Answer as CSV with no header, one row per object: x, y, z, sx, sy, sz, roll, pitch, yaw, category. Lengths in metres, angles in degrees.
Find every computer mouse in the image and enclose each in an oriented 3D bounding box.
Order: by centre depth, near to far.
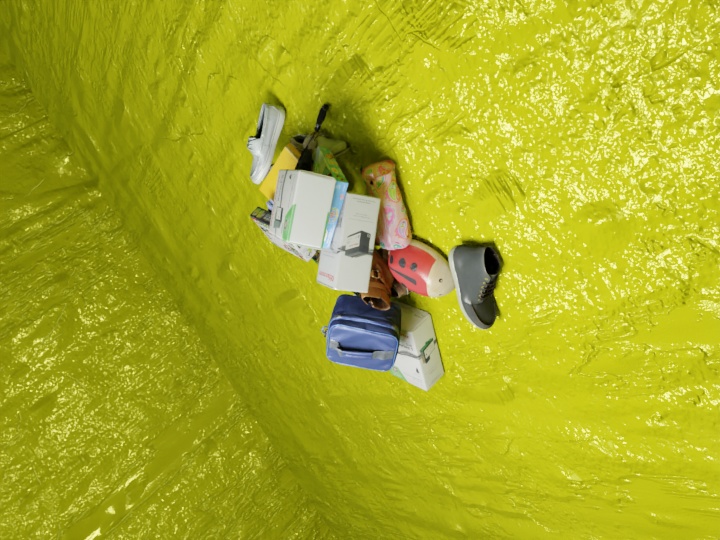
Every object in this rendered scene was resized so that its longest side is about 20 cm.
-0.111,-0.288,1.481,0.033,0.204,0.059,22,-177,-15,computer mouse

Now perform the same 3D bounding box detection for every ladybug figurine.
0.135,0.000,1.507,0.198,0.071,0.138,27,141,39,ladybug figurine

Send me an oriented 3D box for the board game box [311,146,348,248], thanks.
-0.082,-0.166,1.417,0.201,0.036,0.155,-114,37,-57,board game box

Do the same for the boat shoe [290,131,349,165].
-0.108,-0.299,1.542,0.197,0.074,0.070,3,120,46,boat shoe

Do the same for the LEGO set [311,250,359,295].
-0.042,-0.036,1.658,0.153,0.117,0.199,41,175,-27,LEGO set

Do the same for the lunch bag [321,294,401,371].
0.001,0.157,1.562,0.194,0.134,0.139,8,128,1,lunch bag

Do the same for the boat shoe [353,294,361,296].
0.007,0.098,1.707,0.065,0.076,0.200,9,180,-4,boat shoe

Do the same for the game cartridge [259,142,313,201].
-0.146,-0.187,1.582,0.200,0.032,0.176,45,137,-1,game cartridge

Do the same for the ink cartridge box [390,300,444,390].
0.131,0.199,1.706,0.144,0.084,0.204,17,135,45,ink cartridge box

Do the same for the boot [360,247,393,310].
0.000,0.000,1.526,0.198,0.159,0.076,29,139,-35,boot

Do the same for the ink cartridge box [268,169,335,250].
-0.129,-0.135,1.360,0.199,0.082,0.150,-156,77,-69,ink cartridge box

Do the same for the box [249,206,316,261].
-0.200,-0.094,1.623,0.198,0.035,0.111,27,159,52,box

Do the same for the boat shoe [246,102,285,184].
-0.255,-0.326,1.624,0.070,0.070,0.206,32,105,59,boat shoe

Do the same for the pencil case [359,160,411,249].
0.059,-0.147,1.451,0.086,0.087,0.204,19,136,44,pencil case

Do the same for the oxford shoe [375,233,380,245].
-0.013,-0.089,1.632,0.197,0.071,0.072,10,135,49,oxford shoe

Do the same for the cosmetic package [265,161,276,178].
-0.161,-0.204,1.686,0.084,0.107,0.203,-3,120,55,cosmetic package

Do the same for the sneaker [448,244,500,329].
0.262,0.041,1.363,0.105,0.074,0.204,2,122,56,sneaker

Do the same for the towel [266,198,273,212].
-0.194,-0.109,1.674,0.145,0.024,0.200,45,169,1,towel

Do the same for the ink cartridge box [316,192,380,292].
-0.028,-0.064,1.404,0.145,0.081,0.206,-163,81,-69,ink cartridge box

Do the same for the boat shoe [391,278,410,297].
0.055,0.028,1.649,0.198,0.072,0.074,6,127,52,boat shoe
